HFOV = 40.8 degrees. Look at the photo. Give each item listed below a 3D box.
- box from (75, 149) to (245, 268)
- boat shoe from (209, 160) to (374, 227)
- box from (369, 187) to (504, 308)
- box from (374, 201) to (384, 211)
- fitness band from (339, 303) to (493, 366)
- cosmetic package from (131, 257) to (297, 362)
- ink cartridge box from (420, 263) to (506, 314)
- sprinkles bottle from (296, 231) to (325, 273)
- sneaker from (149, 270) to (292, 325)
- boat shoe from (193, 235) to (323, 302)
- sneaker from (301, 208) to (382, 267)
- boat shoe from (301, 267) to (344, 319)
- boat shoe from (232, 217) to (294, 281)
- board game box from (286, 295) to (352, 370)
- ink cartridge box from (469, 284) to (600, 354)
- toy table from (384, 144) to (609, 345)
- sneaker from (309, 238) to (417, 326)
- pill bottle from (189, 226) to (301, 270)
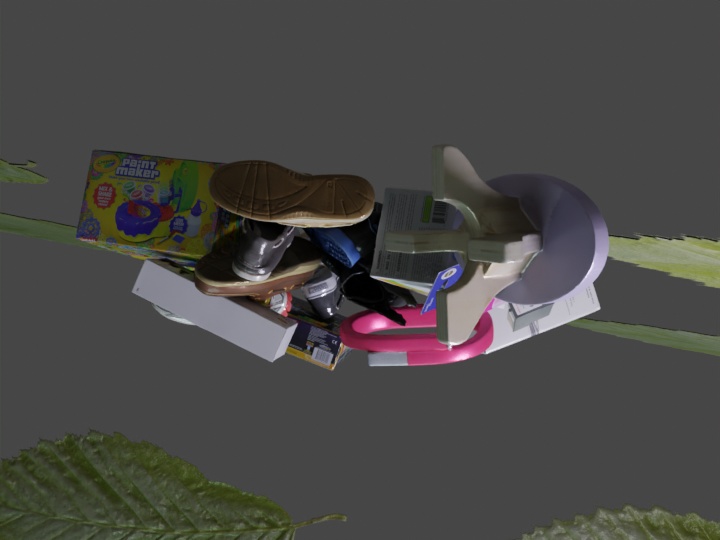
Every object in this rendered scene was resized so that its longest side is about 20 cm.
[{"bbox_3d":[-0.238,-0.073,1.303,0.198,0.124,0.192,8,173,18],"label":"box"},{"bbox_3d":[-0.080,-0.083,1.152,0.197,0.075,0.069,9,169,6],"label":"boat shoe"},{"bbox_3d":[0.109,-0.024,1.205,0.100,0.114,0.199,8,175,30],"label":"box"},{"bbox_3d":[0.030,-0.061,1.380,0.142,0.037,0.199,5,173,40],"label":"box"},{"bbox_3d":[0.071,0.077,1.238,0.197,0.038,0.144,-2,-162,12],"label":"fitness band"},{"bbox_3d":[-0.182,0.047,1.227,0.198,0.051,0.083,26,-174,4],"label":"cosmetic package"},{"bbox_3d":[0.167,0.004,1.109,0.198,0.037,0.095,-19,154,-22],"label":"ink cartridge box"},{"bbox_3d":[-0.096,-0.016,1.458,0.068,0.069,0.200,7,-158,31],"label":"sprinkles bottle"},{"bbox_3d":[-0.197,0.030,1.317,0.198,0.079,0.082,-2,168,14],"label":"sneaker"},{"bbox_3d":[-0.128,0.009,1.214,0.072,0.068,0.199,40,-149,28],"label":"boat shoe"},{"bbox_3d":[-0.028,-0.068,1.249,0.200,0.078,0.070,38,163,54],"label":"sneaker"},{"bbox_3d":[-0.050,0.033,1.503,0.069,0.067,0.200,-20,-172,1],"label":"boat shoe"},{"bbox_3d":[-0.112,-0.056,1.203,0.066,0.057,0.201,21,-152,-6],"label":"boat shoe"},{"bbox_3d":[-0.109,0.079,1.464,0.198,0.057,0.165,21,-172,6],"label":"board game box"},{"bbox_3d":[0.235,0.053,1.462,0.198,0.085,0.145,-19,-178,-14],"label":"ink cartridge box"},{"bbox_3d":[0.122,-0.028,0.926,0.116,0.186,0.199,-6,176,-33],"label":"toy table"},{"bbox_3d":[-0.002,0.003,1.262,0.199,0.060,0.104,35,-165,18],"label":"sneaker"},{"bbox_3d":[-0.198,-0.043,1.581,0.198,0.112,0.111,7,174,29],"label":"pill bottle"}]
